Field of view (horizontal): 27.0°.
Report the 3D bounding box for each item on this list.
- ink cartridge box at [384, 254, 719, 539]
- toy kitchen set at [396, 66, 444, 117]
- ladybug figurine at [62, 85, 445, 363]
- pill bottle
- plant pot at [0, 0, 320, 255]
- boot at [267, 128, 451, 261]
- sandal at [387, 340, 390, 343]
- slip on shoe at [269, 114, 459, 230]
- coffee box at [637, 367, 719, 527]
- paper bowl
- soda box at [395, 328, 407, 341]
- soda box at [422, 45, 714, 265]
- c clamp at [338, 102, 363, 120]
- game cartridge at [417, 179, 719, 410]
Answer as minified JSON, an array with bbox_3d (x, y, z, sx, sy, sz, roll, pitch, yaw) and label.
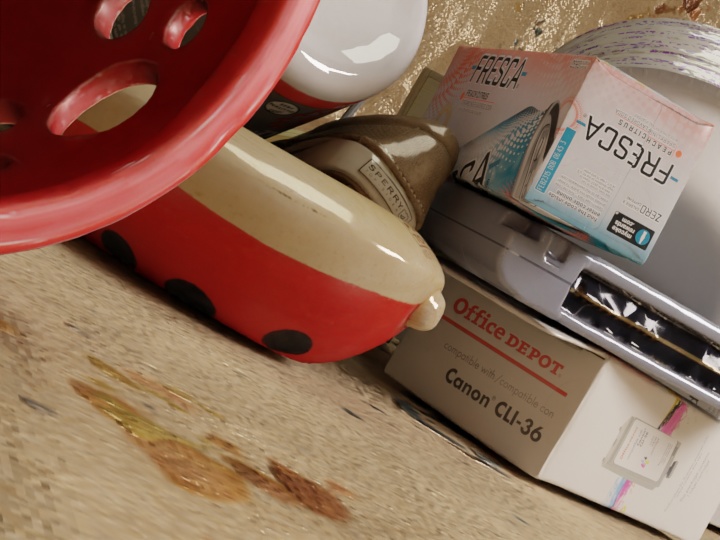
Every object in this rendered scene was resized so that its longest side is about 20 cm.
[{"bbox_3d":[0.095,0.063,0.748,0.116,0.068,0.200,31,1,44],"label":"ink cartridge box"},{"bbox_3d":[0.112,-0.013,1.151,0.200,0.181,0.163,27,5,-43],"label":"toy kitchen set"},{"bbox_3d":[-0.056,-0.022,0.618,0.199,0.072,0.136,30,1,19],"label":"ladybug figurine"},{"bbox_3d":[-0.072,-0.115,0.723,0.116,0.116,0.200,28,-26,-33],"label":"pill bottle"},{"bbox_3d":[-0.131,-0.118,0.389,0.200,0.201,0.182,28,-5,-42],"label":"plant pot"},{"bbox_3d":[-0.031,-0.024,0.866,0.199,0.073,0.156,8,22,4],"label":"boot"},{"bbox_3d":[0.000,0.000,0.985,0.080,0.054,0.200,30,8,2],"label":"sandal"},{"bbox_3d":[-0.025,-0.039,0.746,0.076,0.061,0.200,53,-27,-13],"label":"slip on shoe"},{"bbox_3d":[0.248,0.059,1.049,0.200,0.200,0.198,27,3,-40],"label":"coffee box"},{"bbox_3d":[0.163,-0.031,0.840,0.200,0.201,0.104,30,43,5],"label":"paper bowl"},{"bbox_3d":[0.103,-0.022,0.974,0.064,0.201,0.068,30,3,-24],"label":"soda box"},{"bbox_3d":[0.083,-0.060,0.700,0.063,0.069,0.200,26,3,-15],"label":"soda box"},{"bbox_3d":[0.020,-0.053,1.206,0.200,0.171,0.027,34,21,-42],"label":"c clamp"},{"bbox_3d":[0.121,0.018,0.726,0.199,0.041,0.133,28,7,-22],"label":"game cartridge"}]
